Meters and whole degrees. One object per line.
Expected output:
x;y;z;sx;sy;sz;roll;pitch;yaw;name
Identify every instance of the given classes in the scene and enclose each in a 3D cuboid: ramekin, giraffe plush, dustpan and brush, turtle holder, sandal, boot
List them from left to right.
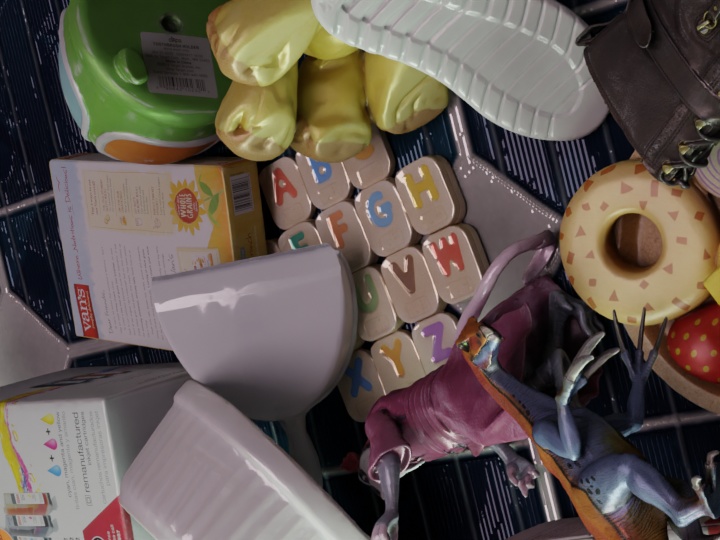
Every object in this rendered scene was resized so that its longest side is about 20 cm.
-0.158;-0.159;1.162;0.186;0.141;0.132;52;142;10;turtle holder
-0.073;0.175;1.093;0.202;0.203;0.094;38;77;27;ramekin
-0.057;0.080;1.155;0.139;0.057;0.201;-11;105;8;dustpan and brush
-0.035;-0.190;1.059;0.162;0.172;0.201;60;142;40;giraffe plush
0.066;-0.146;0.982;0.083;0.202;0.050;-57;21;24;sandal
0.211;-0.106;0.869;0.200;0.069;0.174;59;135;28;boot

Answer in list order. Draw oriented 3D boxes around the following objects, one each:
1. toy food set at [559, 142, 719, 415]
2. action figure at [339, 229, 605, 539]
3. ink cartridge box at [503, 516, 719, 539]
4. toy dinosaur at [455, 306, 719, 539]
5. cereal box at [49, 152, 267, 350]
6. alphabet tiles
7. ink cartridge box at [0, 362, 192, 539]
0.220;-0.010;0.939;0.198;0.049;0.200;-48;68;34;toy food set
0.053;0.083;1.039;0.200;0.134;0.150;-29;80;36;action figure
0.191;0.217;0.984;0.199;0.083;0.148;-13;90;39;ink cartridge box
0.117;0.100;0.892;0.181;0.105;0.201;13;76;38;toy dinosaur
-0.150;-0.014;1.231;0.199;0.039;0.145;7;108;43;cereal box
0.000;0.000;1.142;0.200;0.015;0.197;-25;82;40;alphabet tiles
-0.197;0.153;1.248;0.199;0.144;0.146;-6;95;40;ink cartridge box
